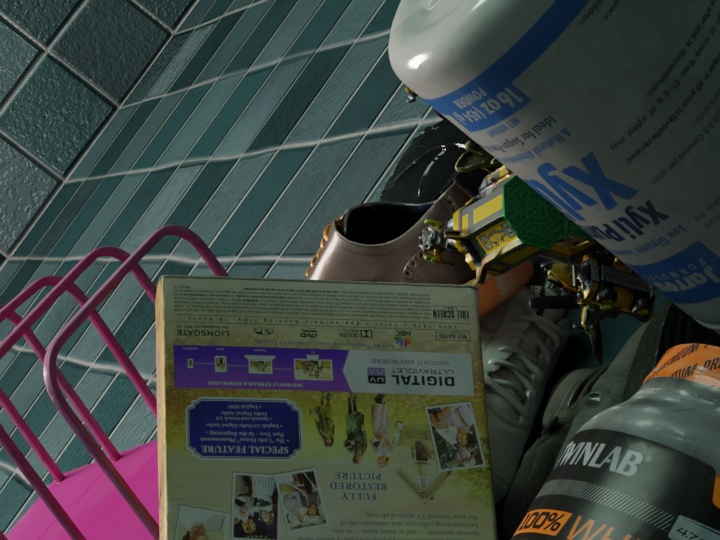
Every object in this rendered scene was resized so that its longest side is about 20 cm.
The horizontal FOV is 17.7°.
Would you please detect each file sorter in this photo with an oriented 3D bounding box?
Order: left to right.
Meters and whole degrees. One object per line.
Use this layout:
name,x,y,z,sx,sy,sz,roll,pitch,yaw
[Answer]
file sorter,-0.145,0.078,1.091,0.200,0.126,0.139,-22,19,40

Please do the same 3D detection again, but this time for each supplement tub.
supplement tub,0.100,0.133,0.808,0.200,0.122,0.122,-57,16,-18
supplement tub,0.122,-0.074,0.945,0.132,0.200,0.132,-46,17,19

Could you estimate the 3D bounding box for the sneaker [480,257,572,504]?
sneaker,0.068,0.049,1.204,0.081,0.075,0.200,-34,22,24

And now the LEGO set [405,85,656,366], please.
LEGO set,0.081,-0.059,1.115,0.116,0.153,0.201,-30,61,50

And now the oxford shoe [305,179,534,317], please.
oxford shoe,0.000,0.000,1.234,0.200,0.073,0.071,-20,20,39

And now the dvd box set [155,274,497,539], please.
dvd box set,-0.014,0.099,0.989,0.029,0.146,0.201,112,156,-62

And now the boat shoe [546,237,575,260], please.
boat shoe,0.140,-0.066,1.239,0.200,0.072,0.072,-36,22,45

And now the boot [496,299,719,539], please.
boot,0.101,0.103,1.016,0.131,0.068,0.200,-44,10,52

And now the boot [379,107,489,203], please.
boot,0.046,-0.027,1.434,0.199,0.073,0.162,-60,13,-18
